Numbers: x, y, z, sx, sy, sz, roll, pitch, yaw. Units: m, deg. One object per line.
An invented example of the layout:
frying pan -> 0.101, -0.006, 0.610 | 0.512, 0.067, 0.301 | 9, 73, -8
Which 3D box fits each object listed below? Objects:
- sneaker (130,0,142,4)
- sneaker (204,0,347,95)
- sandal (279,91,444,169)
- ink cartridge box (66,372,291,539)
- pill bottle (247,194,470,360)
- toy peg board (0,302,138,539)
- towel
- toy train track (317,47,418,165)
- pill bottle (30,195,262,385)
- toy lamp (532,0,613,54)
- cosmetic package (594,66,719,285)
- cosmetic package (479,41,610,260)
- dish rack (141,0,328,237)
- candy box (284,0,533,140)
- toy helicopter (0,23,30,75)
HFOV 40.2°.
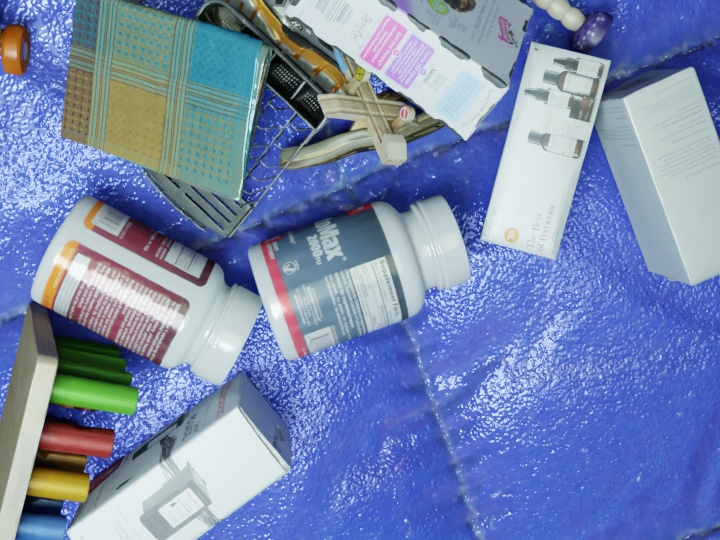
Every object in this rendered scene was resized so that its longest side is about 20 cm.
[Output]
sneaker -> -0.196, -0.324, 0.928 | 0.199, 0.075, 0.089 | -34, 88, 0
sneaker -> -0.073, -0.237, 0.955 | 0.200, 0.078, 0.077 | 43, 61, -4
sandal -> 0.011, -0.146, 0.972 | 0.198, 0.080, 0.055 | -15, 92, 1
ink cartridge box -> -0.171, 0.200, 0.960 | 0.199, 0.145, 0.084 | -36, 99, 0
pill bottle -> 0.000, 0.000, 0.965 | 0.198, 0.120, 0.121 | -20, 99, -4
toy peg board -> -0.283, 0.157, 0.925 | 0.097, 0.200, 0.201 | 13, 96, -22
towel -> -0.182, -0.163, 0.902 | 0.198, 0.022, 0.148 | 19, 110, 14
toy train track -> 0.001, -0.189, 0.899 | 0.114, 0.033, 0.202 | -2, 61, -42
pill bottle -> -0.202, 0.023, 0.949 | 0.199, 0.114, 0.115 | 29, 94, -9
toy lamp -> 0.157, -0.289, 0.976 | 0.199, 0.058, 0.058 | 36, 93, -10
cosmetic package -> 0.312, -0.095, 0.991 | 0.080, 0.113, 0.202 | -25, 101, -2
cosmetic package -> 0.183, -0.119, 0.985 | 0.082, 0.051, 0.202 | 15, 103, 8
dish rack -> -0.130, -0.134, 0.932 | 0.153, 0.055, 0.200 | 43, 112, 3
candy box -> 0.052, -0.238, 0.905 | 0.199, 0.168, 0.072 | 33, 130, -8
toy helicopter -> -0.347, -0.273, 0.883 | 0.078, 0.132, 0.203 | 5, 97, -6
